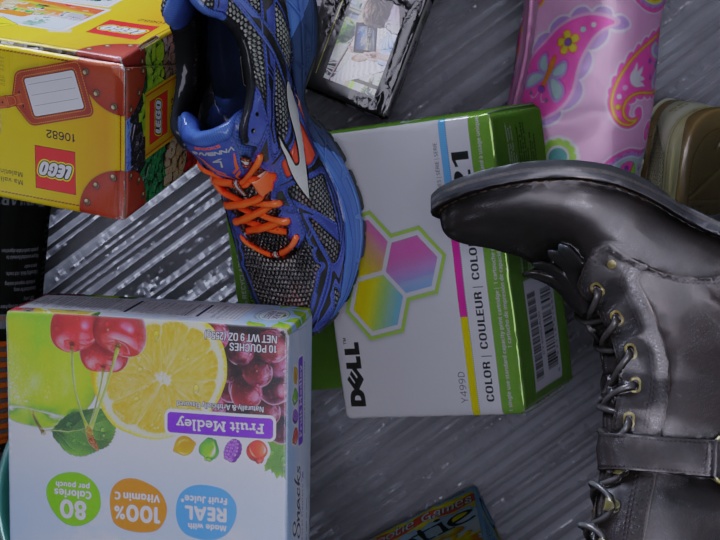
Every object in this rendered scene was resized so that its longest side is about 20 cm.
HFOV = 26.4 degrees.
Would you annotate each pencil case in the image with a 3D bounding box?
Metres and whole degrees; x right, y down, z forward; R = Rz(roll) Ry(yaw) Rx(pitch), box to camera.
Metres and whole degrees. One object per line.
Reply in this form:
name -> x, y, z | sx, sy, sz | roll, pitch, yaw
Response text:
pencil case -> 0.116, -0.099, 0.826 | 0.086, 0.087, 0.202 | 9, 97, 1

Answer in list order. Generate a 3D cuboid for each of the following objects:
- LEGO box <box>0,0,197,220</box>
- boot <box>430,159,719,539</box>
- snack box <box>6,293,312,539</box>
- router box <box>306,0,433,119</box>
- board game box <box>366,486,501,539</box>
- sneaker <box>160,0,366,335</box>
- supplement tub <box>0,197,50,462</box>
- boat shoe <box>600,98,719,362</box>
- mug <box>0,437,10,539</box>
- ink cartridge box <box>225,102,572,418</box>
LEGO box -> -0.177, -0.101, 0.776 | 0.198, 0.149, 0.078 | 11, 114, 15
boot -> 0.117, 0.050, 0.674 | 0.198, 0.069, 0.176 | 10, 80, 4
snack box -> -0.096, 0.117, 0.744 | 0.140, 0.053, 0.203 | 3, 100, 12
router box -> -0.017, -0.203, 0.837 | 0.148, 0.051, 0.202 | 22, 96, 1
board game box -> 0.042, 0.203, 0.798 | 0.102, 0.200, 0.106 | -26, 95, 4
sneaker -> -0.055, -0.059, 0.733 | 0.075, 0.078, 0.202 | -4, 109, 33
supplement tub -> -0.235, 0.035, 0.831 | 0.121, 0.123, 0.203 | 7, 95, 1
boat shoe -> 0.171, 0.008, 0.853 | 0.072, 0.063, 0.203 | -1, 103, -24
mug -> -0.103, 0.131, 0.834 | 0.150, 0.114, 0.187 | -7, 97, 11
ink cartridge box -> 0.000, 0.000, 0.807 | 0.198, 0.076, 0.150 | -5, 96, 28
